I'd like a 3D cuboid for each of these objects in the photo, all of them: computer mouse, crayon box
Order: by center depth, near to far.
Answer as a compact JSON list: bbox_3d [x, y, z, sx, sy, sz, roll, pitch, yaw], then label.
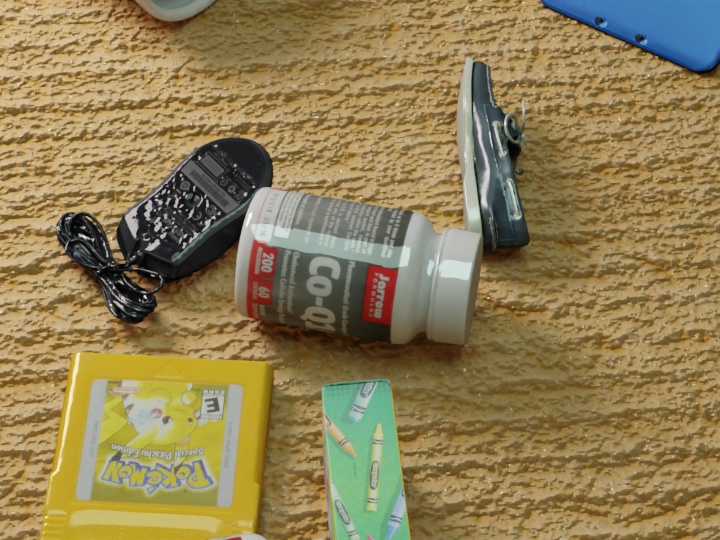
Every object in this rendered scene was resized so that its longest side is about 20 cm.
[{"bbox_3d":[0.005,0.201,1.505,0.058,0.119,0.202,-4,54,-3],"label":"crayon box"},{"bbox_3d":[-0.161,-0.042,1.731,0.199,0.053,0.139,-36,60,-12],"label":"computer mouse"}]

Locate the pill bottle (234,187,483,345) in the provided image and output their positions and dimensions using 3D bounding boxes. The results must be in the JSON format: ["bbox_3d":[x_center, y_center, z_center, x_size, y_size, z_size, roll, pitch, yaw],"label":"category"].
[{"bbox_3d":[0.000,0.000,1.657,0.198,0.114,0.115,10,54,7],"label":"pill bottle"}]

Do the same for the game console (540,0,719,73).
[{"bbox_3d":[0.306,-0.299,1.940,0.199,0.119,0.170,27,26,18],"label":"game console"}]

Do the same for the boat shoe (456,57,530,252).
[{"bbox_3d":[0.121,-0.107,1.762,0.061,0.075,0.202,-2,55,0],"label":"boat shoe"}]

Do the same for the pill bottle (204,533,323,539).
[{"bbox_3d":[-0.118,0.261,1.463,0.198,0.113,0.113,-9,54,-6],"label":"pill bottle"}]

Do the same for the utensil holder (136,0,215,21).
[{"bbox_3d":[-0.224,-0.366,1.894,0.199,0.171,0.170,35,61,24],"label":"utensil holder"}]

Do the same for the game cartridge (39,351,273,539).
[{"bbox_3d":[-0.165,0.160,1.589,0.174,0.033,0.202,3,53,2],"label":"game cartridge"}]
